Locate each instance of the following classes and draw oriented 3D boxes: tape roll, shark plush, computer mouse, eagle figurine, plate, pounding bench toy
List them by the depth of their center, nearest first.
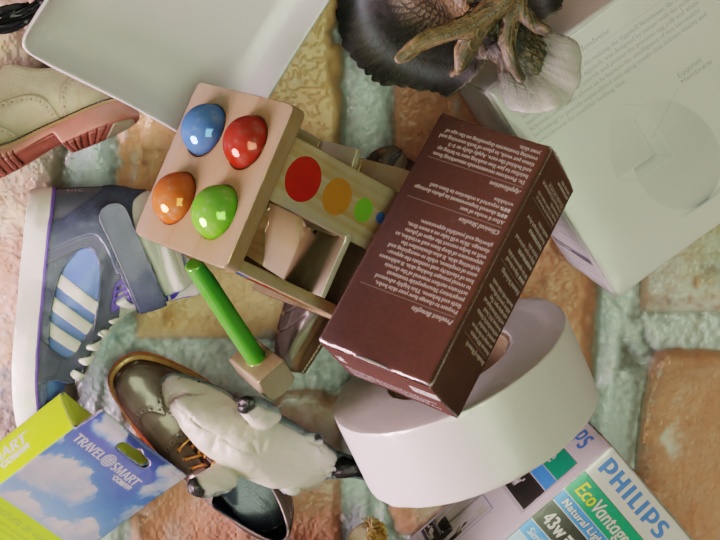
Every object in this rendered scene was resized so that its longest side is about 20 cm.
[{"bbox_3d":[0.077,-0.203,1.241,0.151,0.200,0.151,6,99,-15],"label":"eagle figurine"},{"bbox_3d":[-0.126,-0.210,1.244,0.200,0.032,0.200,27,99,-36],"label":"plate"},{"bbox_3d":[-0.082,-0.017,1.244,0.156,0.124,0.200,26,86,-41],"label":"pounding bench toy"},{"bbox_3d":[-0.200,-0.208,1.253,0.200,0.034,0.059,-9,119,-21],"label":"computer mouse"},{"bbox_3d":[0.083,0.101,1.314,0.202,0.202,0.071,-27,107,-5],"label":"tape roll"},{"bbox_3d":[-0.062,0.127,1.328,0.200,0.083,0.091,9,112,-31],"label":"shark plush"}]

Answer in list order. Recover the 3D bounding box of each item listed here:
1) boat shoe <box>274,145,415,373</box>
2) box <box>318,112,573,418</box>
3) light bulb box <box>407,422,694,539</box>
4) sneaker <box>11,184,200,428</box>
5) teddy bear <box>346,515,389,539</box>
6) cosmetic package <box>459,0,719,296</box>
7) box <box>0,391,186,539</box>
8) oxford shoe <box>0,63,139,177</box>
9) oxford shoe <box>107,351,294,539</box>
[{"bbox_3d":[0.000,0.000,1.338,0.072,0.076,0.200,28,97,-19],"label":"boat shoe"},{"bbox_3d":[0.066,-0.005,1.224,0.200,0.100,0.075,-60,149,-14],"label":"box"},{"bbox_3d":[0.176,0.256,1.409,0.200,0.125,0.198,-42,108,1],"label":"light bulb box"},{"bbox_3d":[-0.192,0.034,1.299,0.146,0.081,0.201,5,97,-9],"label":"sneaker"},{"bbox_3d":[0.026,0.299,1.380,0.067,0.145,0.200,-12,101,-5],"label":"teddy bear"},{"bbox_3d":[0.213,-0.126,1.328,0.199,0.123,0.200,-35,109,-2],"label":"cosmetic package"},{"bbox_3d":[-0.250,0.180,1.302,0.200,0.048,0.122,-37,136,6],"label":"box"},{"bbox_3d":[-0.272,-0.113,1.264,0.200,0.071,0.074,-19,86,-11],"label":"oxford shoe"},{"bbox_3d":[-0.122,0.142,1.344,0.071,0.073,0.200,-46,107,2],"label":"oxford shoe"}]
